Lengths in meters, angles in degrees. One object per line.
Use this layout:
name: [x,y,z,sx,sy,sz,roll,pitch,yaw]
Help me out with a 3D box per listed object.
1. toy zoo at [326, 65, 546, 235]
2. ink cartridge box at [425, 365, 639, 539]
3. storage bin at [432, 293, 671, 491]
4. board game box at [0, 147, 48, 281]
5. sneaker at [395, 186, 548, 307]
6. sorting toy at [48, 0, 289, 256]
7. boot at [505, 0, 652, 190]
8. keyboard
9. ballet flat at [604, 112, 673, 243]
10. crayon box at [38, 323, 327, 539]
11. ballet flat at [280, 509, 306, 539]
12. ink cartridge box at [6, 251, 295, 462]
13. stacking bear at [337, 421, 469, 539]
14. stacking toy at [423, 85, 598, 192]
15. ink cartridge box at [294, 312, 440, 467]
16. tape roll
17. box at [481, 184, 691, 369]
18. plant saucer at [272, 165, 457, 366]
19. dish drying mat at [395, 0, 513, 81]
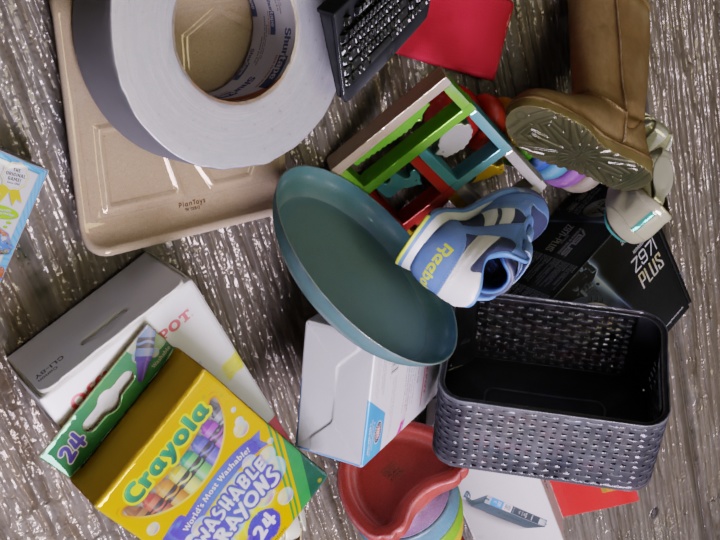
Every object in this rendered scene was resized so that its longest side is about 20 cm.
toy zoo: [0.080,-0.080,1.056,0.131,0.021,0.200,-37,131,16]
ink cartridge box: [0.178,0.199,1.187,0.174,0.045,0.201,-14,124,16]
storage bin: [0.169,0.106,1.050,0.136,0.198,0.094,-76,172,-46]
board game box: [-0.328,-0.046,0.789,0.199,0.034,0.136,24,90,-40]
sneaker: [0.113,-0.016,1.013,0.199,0.082,0.074,-22,147,-48]
sorting toy: [-0.143,-0.128,0.905,0.184,0.036,0.202,-16,110,-33]
boot: [0.203,-0.190,1.078,0.174,0.066,0.202,24,59,-34]
keyboard: [0.015,-0.226,0.910,0.200,0.020,0.128,-56,140,-51]
ballet flat: [0.278,-0.108,1.141,0.070,0.069,0.201,56,31,-36]
crayon box: [-0.128,0.151,0.890,0.126,0.051,0.200,-51,129,-10]
ballet flat: [-0.072,0.248,1.068,0.068,0.063,0.202,-13,113,-34]
ink cartridge box: [-0.163,0.109,0.936,0.145,0.083,0.201,-40,126,-19]
stacking bear: [0.056,0.247,1.137,0.121,0.114,0.201,-39,136,-16]
stacking toy: [0.144,-0.128,1.094,0.198,0.085,0.086,7,101,-34]
ink cartridge box: [0.016,0.080,1.043,0.200,0.067,0.116,-28,127,-64]
tape roll: [-0.106,-0.177,0.856,0.199,0.066,0.203,-9,105,-35]
box: [0.231,0.035,1.209,0.200,0.086,0.164,-44,126,-16]
plant saucer: [0.000,0.000,0.951,0.199,0.201,0.027,26,123,-40]
dish drying mat: [0.054,-0.225,1.028,0.199,0.018,0.078,7,100,-39]
